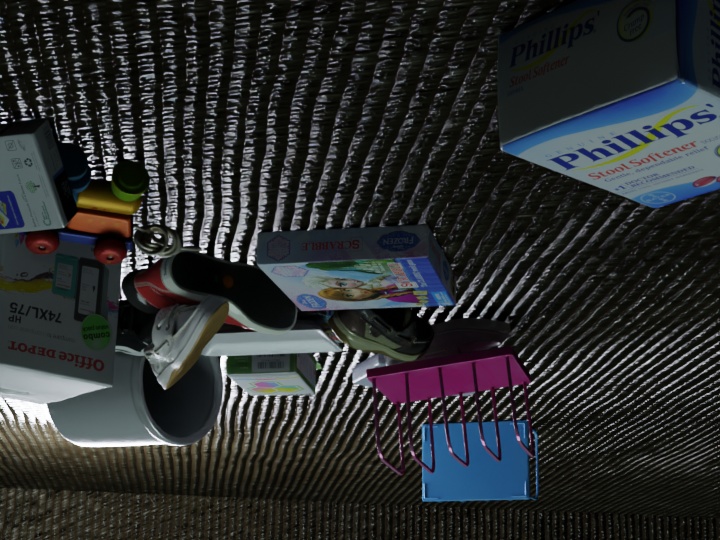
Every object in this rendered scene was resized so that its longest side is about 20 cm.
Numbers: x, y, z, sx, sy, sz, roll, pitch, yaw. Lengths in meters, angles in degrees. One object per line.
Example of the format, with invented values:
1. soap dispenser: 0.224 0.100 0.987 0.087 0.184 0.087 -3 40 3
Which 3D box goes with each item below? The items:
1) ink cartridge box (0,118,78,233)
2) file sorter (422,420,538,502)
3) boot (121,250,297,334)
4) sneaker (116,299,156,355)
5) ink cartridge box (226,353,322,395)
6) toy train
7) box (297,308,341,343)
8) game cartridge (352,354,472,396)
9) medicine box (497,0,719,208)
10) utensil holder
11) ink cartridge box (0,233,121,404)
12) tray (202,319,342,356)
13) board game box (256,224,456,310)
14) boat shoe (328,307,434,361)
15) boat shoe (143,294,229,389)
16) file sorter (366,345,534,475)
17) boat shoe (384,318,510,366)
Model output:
1. ink cartridge box: -0.373 -0.083 1.386 0.198 0.039 0.100 -4 118 18
2. file sorter: 0.224 0.358 2.700 0.198 0.140 0.123 -4 165 18
3. boot: -0.187 0.035 1.800 0.199 0.073 0.144 23 155 -32
4. sneaker: -0.340 0.071 1.914 0.111 0.074 0.199 14 160 -40
5. ink cartridge box: -0.124 0.148 2.172 0.103 0.060 0.200 -2 163 9
6. toy train: -0.236 -0.067 1.464 0.198 0.085 0.116 9 148 -22
7. box: -0.092 0.068 1.944 0.198 0.038 0.136 -10 159 34
8. game cartridge: 0.095 0.158 2.230 0.198 0.041 0.133 8 158 -20
9. medicine box: 0.236 -0.138 1.133 0.199 0.104 0.181 14 159 -38
10. utensil holder: -0.322 0.165 2.065 0.198 0.172 0.169 -8 161 35
11. ink cartridge box: -0.352 0.026 1.551 0.146 0.202 0.145 16 158 -40
12. tray: -0.130 0.086 1.903 0.198 0.022 0.107 -3 162 15
13. board game box: 0.000 0.000 1.709 0.197 0.042 0.200 -2 162 13
14. boat shoe: 0.041 0.069 1.885 0.066 0.072 0.200 -46 149 23
15. boat shoe: -0.216 0.074 1.732 0.069 0.071 0.200 45 142 3
16. file sorter: 0.125 0.194 1.957 0.198 0.127 0.139 -10 158 14
17. boat shoe: 0.116 0.110 2.010 0.198 0.069 0.072 -9 160 29
